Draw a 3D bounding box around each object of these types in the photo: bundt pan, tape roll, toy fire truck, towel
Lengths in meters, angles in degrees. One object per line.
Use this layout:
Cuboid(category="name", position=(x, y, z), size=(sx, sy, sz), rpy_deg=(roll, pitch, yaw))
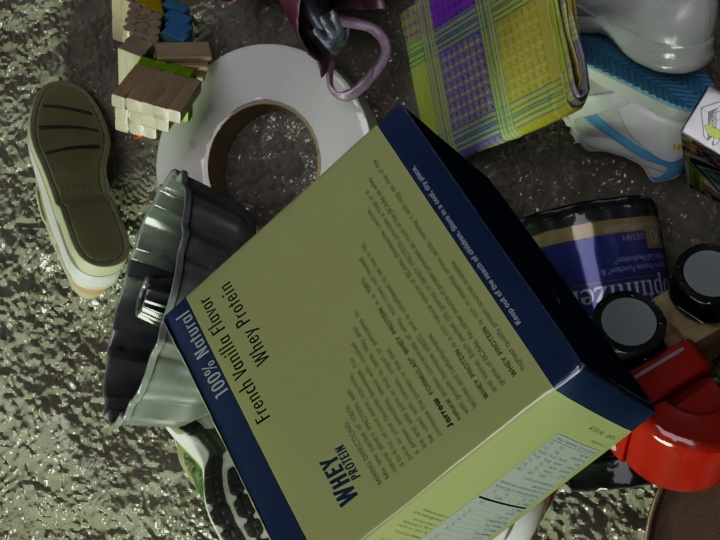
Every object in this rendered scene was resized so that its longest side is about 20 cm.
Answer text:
Cuboid(category="bundt pan", position=(-0.134, 0.028, 0.948), size=(0.075, 0.202, 0.205), rpy_deg=(15, 93, -21))
Cuboid(category="tape roll", position=(-0.078, -0.087, 1.034), size=(0.200, 0.037, 0.206), rpy_deg=(-1, 87, 19))
Cuboid(category="toy fire truck", position=(0.254, 0.095, 0.777), size=(0.175, 0.129, 0.201), rpy_deg=(-27, 59, -14))
Cuboid(category="towel", position=(0.097, -0.165, 0.921), size=(0.199, 0.023, 0.146), rpy_deg=(-21, 79, 60))

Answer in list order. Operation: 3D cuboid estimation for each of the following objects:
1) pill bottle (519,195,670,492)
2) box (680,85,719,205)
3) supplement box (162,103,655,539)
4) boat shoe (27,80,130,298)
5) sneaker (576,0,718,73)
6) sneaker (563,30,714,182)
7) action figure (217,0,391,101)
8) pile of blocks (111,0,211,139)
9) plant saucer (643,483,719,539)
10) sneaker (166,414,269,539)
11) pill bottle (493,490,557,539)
Cuboid(category="pill bottle", position=(0.179, 0.054, 0.902), size=(0.110, 0.112, 0.203), rpy_deg=(-11, 84, 18))
Cuboid(category="box", position=(0.273, -0.061, 0.828), size=(0.109, 0.200, 0.035), rpy_deg=(34, 94, 17))
Cuboid(category="supplement box", position=(0.025, 0.056, 0.731), size=(0.199, 0.134, 0.201), rpy_deg=(-41, 58, 13))
Cuboid(category="boat shoe", position=(-0.253, -0.071, 1.070), size=(0.069, 0.074, 0.202), rpy_deg=(-52, 46, 48))
Cuboid(category="sneaker", position=(0.174, -0.217, 0.890), size=(0.199, 0.075, 0.089), rpy_deg=(29, 136, 35))
Cuboid(category="sneaker", position=(0.170, -0.140, 0.931), size=(0.200, 0.076, 0.081), rpy_deg=(39, 142, 33))
Cuboid(category="action figure", position=(-0.053, -0.248, 1.005), size=(0.134, 0.150, 0.199), rpy_deg=(-45, 39, -14))
Cuboid(category="pile of blocks", position=(-0.169, -0.171, 1.038), size=(0.081, 0.063, 0.201), rpy_deg=(-1, 45, -11))
Cuboid(category="plant saucer", position=(0.276, 0.189, 0.861), size=(0.198, 0.037, 0.203), rpy_deg=(-1, 94, -18))
Cuboid(category="sneaker", position=(-0.102, 0.174, 0.990), size=(0.076, 0.089, 0.201), rpy_deg=(-16, 47, -19))
Cuboid(category="pill bottle", position=(0.081, 0.149, 0.880), size=(0.111, 0.200, 0.114), rpy_deg=(0, 89, 15))
